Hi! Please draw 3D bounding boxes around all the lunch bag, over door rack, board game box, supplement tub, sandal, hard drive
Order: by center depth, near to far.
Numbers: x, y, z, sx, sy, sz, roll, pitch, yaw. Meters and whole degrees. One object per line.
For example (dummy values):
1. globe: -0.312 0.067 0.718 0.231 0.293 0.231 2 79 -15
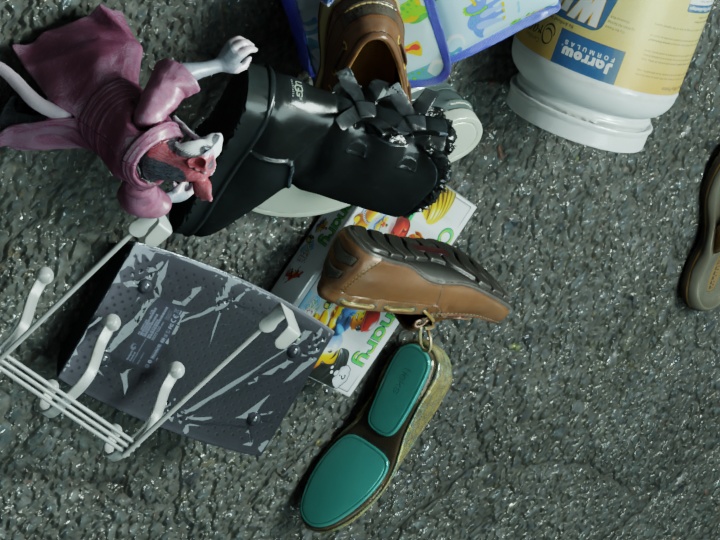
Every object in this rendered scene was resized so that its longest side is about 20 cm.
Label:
1. over door rack: -0.163 0.042 1.391 0.200 0.067 0.148 -36 125 24
2. lunch bag: 0.033 -0.235 1.419 0.200 0.127 0.170 -26 137 -6
3. hard drive: -0.131 0.059 1.497 0.200 0.042 0.135 25 99 -34
4. supplement tub: 0.209 -0.212 1.565 0.145 0.145 0.200 0 116 -42
5. board game box: 0.000 0.000 1.604 0.126 0.035 0.200 29 96 -48
6. sandal: 0.371 -0.041 1.890 0.082 0.055 0.200 -7 121 -39

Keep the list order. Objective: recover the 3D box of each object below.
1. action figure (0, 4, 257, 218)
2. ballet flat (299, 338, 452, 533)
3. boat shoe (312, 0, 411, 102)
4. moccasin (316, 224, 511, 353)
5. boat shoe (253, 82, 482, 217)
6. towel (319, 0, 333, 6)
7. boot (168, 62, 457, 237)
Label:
1. action figure: -0.162 -0.105 1.266 0.149 0.200 0.134 -4 119 -38
2. ballet flat: 0.020 0.152 1.707 0.071 0.071 0.200 24 100 -47
3. boat shoe: 0.002 -0.120 1.398 0.072 0.068 0.200 -9 137 -7
4. moccasin: 0.047 0.019 1.579 0.201 0.074 0.078 8 121 -49
5. boat shoe: -0.006 -0.099 1.513 0.200 0.062 0.073 -19 146 -8
6. towel: 0.004 -0.285 1.334 0.200 0.145 0.024 -41 153 -13
7. boot: -0.035 -0.071 1.362 0.162 0.073 0.198 12 146 -21
